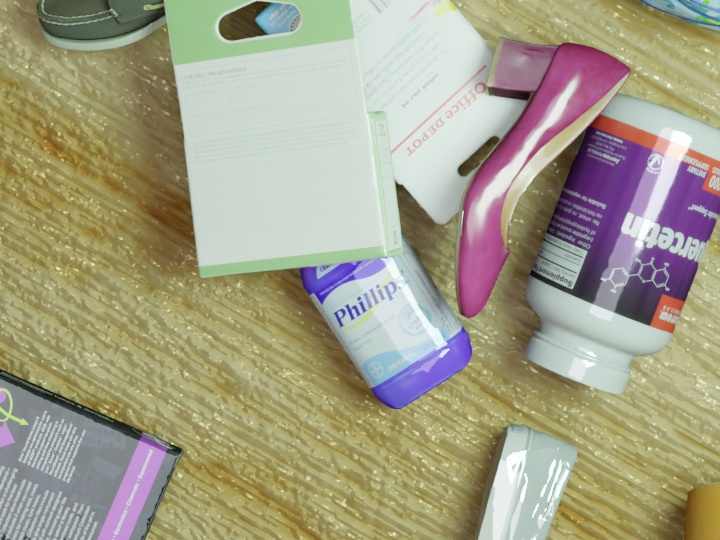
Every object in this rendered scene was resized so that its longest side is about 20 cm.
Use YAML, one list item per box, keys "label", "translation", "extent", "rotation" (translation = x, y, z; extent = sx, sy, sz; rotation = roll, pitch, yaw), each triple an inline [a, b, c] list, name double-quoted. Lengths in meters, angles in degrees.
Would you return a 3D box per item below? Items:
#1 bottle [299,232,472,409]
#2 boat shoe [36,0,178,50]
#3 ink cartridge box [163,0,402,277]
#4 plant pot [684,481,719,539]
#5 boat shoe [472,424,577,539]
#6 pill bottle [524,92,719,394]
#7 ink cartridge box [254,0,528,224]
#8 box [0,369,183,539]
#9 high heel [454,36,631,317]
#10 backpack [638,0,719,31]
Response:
- label: "bottle"
  translation: [0.000, 0.000, 1.518]
  extent: [0.083, 0.065, 0.201]
  rotation: [-32, 93, 9]
- label: "boat shoe"
  translation: [-0.145, -0.214, 1.489]
  extent: [0.200, 0.060, 0.073]
  rotation: [-15, 61, 12]
- label: "ink cartridge box"
  translation: [-0.055, -0.101, 1.460]
  extent: [0.144, 0.048, 0.202]
  rotation: [-6, 92, 19]
- label: "plant pot"
  translation: [0.307, 0.240, 1.479]
  extent: [0.198, 0.200, 0.185]
  rotation: [-6, 78, 2]
- label: "boat shoe"
  translation: [0.114, 0.217, 1.536]
  extent: [0.068, 0.072, 0.202]
  rotation: [13, 86, 0]
- label: "pill bottle"
  translation: [0.189, -0.018, 1.490]
  extent: [0.112, 0.112, 0.201]
  rotation: [20, 95, 0]
- label: "ink cartridge box"
  translation: [0.032, -0.144, 1.506]
  extent: [0.115, 0.068, 0.200]
  rotation: [-41, 93, 4]
- label: "box"
  translation: [-0.250, 0.160, 1.551]
  extent: [0.199, 0.036, 0.144]
  rotation: [24, 94, -2]
- label: "high heel"
  translation: [0.123, -0.060, 1.442]
  extent: [0.095, 0.067, 0.202]
  rotation: [12, 93, 9]
- label: "backpack"
  translation: [0.233, -0.252, 1.466]
  extent: [0.200, 0.154, 0.164]
  rotation: [38, 91, -10]
